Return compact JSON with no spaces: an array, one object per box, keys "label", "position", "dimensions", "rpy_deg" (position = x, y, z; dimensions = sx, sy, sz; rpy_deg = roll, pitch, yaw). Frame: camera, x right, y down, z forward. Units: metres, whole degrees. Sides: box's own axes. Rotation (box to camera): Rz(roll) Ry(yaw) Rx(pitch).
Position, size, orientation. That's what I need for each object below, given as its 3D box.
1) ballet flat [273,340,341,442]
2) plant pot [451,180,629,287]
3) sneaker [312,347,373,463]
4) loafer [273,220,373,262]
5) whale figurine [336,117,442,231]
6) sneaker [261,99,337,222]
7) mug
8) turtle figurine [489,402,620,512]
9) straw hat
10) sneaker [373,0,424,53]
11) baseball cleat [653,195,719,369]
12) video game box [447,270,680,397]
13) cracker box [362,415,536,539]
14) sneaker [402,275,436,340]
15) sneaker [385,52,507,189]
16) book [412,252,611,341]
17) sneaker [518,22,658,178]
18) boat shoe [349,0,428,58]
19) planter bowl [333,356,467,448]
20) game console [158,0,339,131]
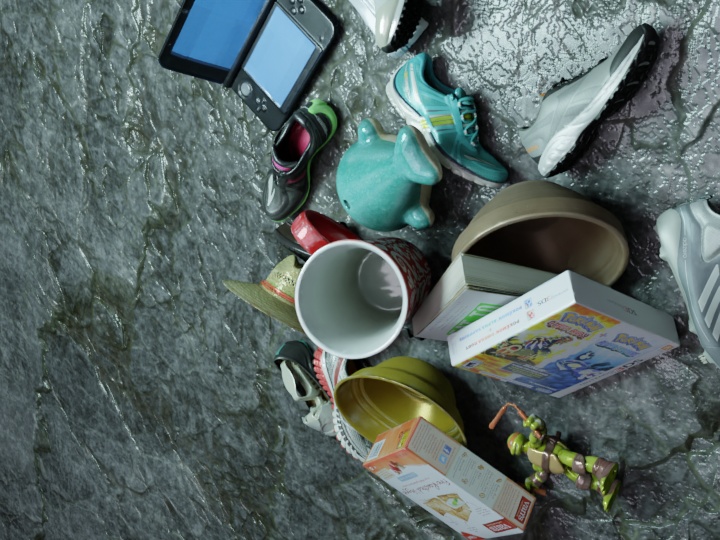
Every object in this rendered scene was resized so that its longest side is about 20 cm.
[{"label":"ballet flat","position":[-0.073,0.203,1.323],"dimensions":[0.200,0.068,0.068],"rpy_deg":[53,131,8]},{"label":"plant pot","position":[0.204,-0.039,0.983],"dimensions":[0.201,0.200,0.093],"rpy_deg":[-33,44,40]},{"label":"sneaker","position":[-0.002,0.197,1.262],"dimensions":[0.082,0.078,0.201],"rpy_deg":[-20,94,38]},{"label":"loafer","position":[-0.040,-0.037,1.219],"dimensions":[0.200,0.073,0.072],"rpy_deg":[23,81,34]},{"label":"whale figurine","position":[0.033,-0.114,1.059],"dimensions":[0.159,0.104,0.200],"rpy_deg":[60,164,-3]},{"label":"sneaker","position":[-0.105,-0.155,1.203],"dimensions":[0.077,0.084,0.200],"rpy_deg":[39,126,20]},{"label":"mug","position":[0.011,0.000,1.031],"dimensions":[0.133,0.200,0.178],"rpy_deg":[-13,93,18]},{"label":"turtle figurine","position":[0.254,0.252,1.100],"dimensions":[0.161,0.064,0.201],"rpy_deg":[21,137,33]},{"label":"straw hat","position":[-0.098,0.025,1.234],"dimensions":[0.201,0.201,0.085],"rpy_deg":[31,91,24]},{"label":"sneaker","position":[0.029,-0.359,1.000],"dimensions":[0.093,0.070,0.201],"rpy_deg":[12,93,18]},{"label":"baseball cleat","position":[0.392,0.018,0.905],"dimensions":[0.106,0.070,0.201],"rpy_deg":[-26,91,40]},{"label":"video game box","position":[0.234,0.081,0.974],"dimensions":[0.182,0.199,0.047],"rpy_deg":[-37,47,39]},{"label":"cracker box","position":[0.118,0.287,1.149],"dimensions":[0.200,0.058,0.134],"rpy_deg":[35,148,-8]},{"label":"sneaker","position":[0.042,0.077,1.174],"dimensions":[0.099,0.071,0.200],"rpy_deg":[47,116,13]},{"label":"sneaker","position":[0.112,-0.182,1.041],"dimensions":[0.200,0.077,0.080],"rpy_deg":[50,118,10]},{"label":"book","position":[0.178,0.049,0.997],"dimensions":[0.134,0.199,0.048],"rpy_deg":[125,148,-51]},{"label":"sneaker","position":[0.247,-0.194,0.935],"dimensions":[0.079,0.074,0.200],"rpy_deg":[51,129,16]},{"label":"boat shoe","position":[0.010,-0.363,1.061],"dimensions":[0.067,0.074,0.200],"rpy_deg":[-38,90,16]},{"label":"planter bowl","position":[0.068,0.179,1.179],"dimensions":[0.200,0.084,0.201],"rpy_deg":[19,144,15]},{"label":"game console","position":[-0.156,-0.308,1.163],"dimensions":[0.171,0.118,0.200],"rpy_deg":[48,129,13]}]
